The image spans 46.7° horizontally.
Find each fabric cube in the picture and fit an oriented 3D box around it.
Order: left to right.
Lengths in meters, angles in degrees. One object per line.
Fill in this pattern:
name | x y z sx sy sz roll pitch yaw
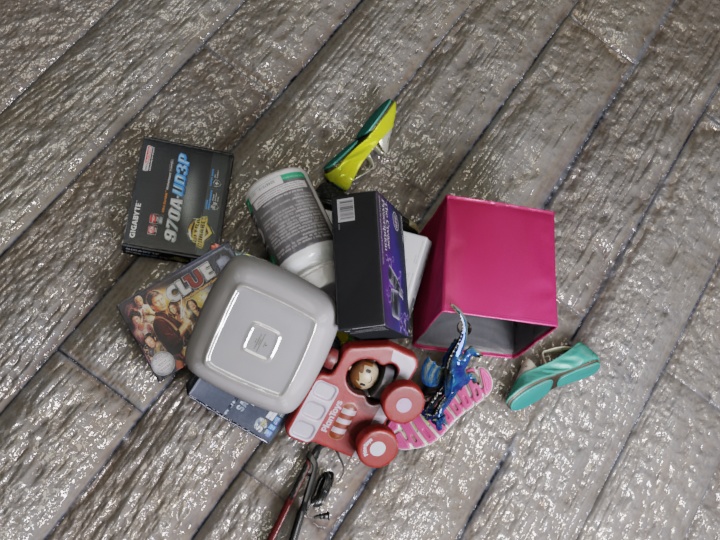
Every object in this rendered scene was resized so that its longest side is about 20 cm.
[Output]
fabric cube | 0.202 0.017 1.398 0.194 0.200 0.202 7 68 -10

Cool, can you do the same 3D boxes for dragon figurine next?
dragon figurine | 0.133 0.155 1.271 0.059 0.202 0.099 31 48 34

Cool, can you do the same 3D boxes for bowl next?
bowl | -0.141 0.097 1.203 0.198 0.075 0.202 26 92 -5

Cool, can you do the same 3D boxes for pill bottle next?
pill bottle | -0.095 -0.050 1.311 0.112 0.113 0.202 -20 72 -18

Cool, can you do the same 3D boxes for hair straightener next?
hair straightener | -0.078 0.362 1.304 0.076 0.041 0.201 27 63 -3

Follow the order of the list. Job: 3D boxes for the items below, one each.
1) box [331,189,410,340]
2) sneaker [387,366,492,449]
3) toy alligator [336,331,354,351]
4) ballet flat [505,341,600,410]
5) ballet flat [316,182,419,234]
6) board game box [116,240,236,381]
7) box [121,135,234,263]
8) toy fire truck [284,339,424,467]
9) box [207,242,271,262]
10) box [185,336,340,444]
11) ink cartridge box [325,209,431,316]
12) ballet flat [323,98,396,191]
box | 0.018 -0.002 1.261 0.078 0.141 0.203 -7 77 15
sneaker | 0.131 0.229 1.377 0.199 0.087 0.074 -36 79 2
toy alligator | -0.066 0.149 1.363 0.199 0.059 0.054 -37 82 -20
ballet flat | 0.321 0.178 1.448 0.198 0.068 0.071 -21 52 -19
ballet flat | 0.013 -0.106 1.469 0.198 0.067 0.057 20 56 -7
board game box | -0.259 0.063 1.300 0.199 0.035 0.136 -31 89 -9
box | -0.305 -0.115 1.408 0.157 0.046 0.202 10 70 -10
toy fire truck | -0.006 0.195 1.285 0.167 0.112 0.201 24 104 -19
box | -0.206 0.071 1.345 0.135 0.040 0.202 17 83 -6
box | -0.149 0.144 1.285 0.157 0.051 0.201 36 91 -20
ink cartridge box | 0.000 0.000 1.364 0.198 0.057 0.164 15 81 18
ballet flat | 0.012 -0.223 1.518 0.067 0.067 0.200 46 69 -17
